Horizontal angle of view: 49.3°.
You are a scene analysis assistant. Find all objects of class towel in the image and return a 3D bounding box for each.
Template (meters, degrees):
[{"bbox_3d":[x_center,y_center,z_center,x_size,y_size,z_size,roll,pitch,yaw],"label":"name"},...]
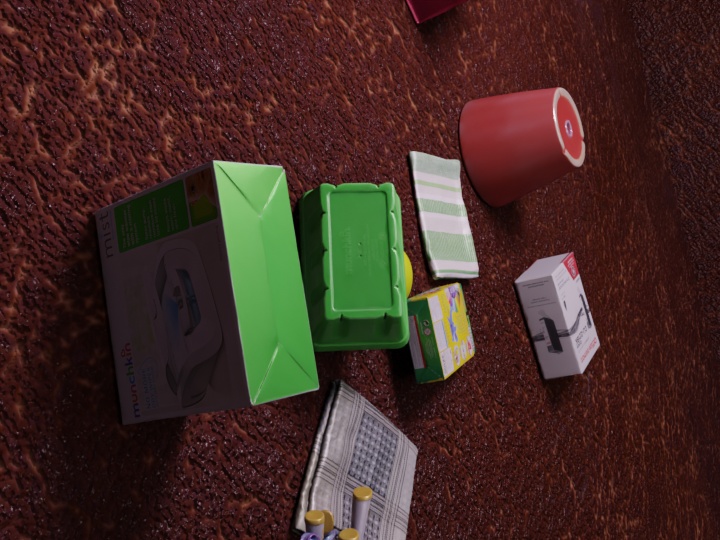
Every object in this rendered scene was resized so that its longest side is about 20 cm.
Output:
[{"bbox_3d":[0.004,0.266,0.969,0.193,0.034,0.203,47,45,-37],"label":"towel"},{"bbox_3d":[0.139,-0.087,1.281,0.151,0.023,0.205,0,80,-54],"label":"towel"}]

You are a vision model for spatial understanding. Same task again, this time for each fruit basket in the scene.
[{"bbox_3d":[0.000,0.000,0.991,0.216,0.151,0.222,179,-90,-84],"label":"fruit basket"}]

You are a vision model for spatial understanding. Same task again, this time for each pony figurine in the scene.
[{"bbox_3d":[-0.026,0.353,0.805,0.193,0.162,0.206,-44,136,-79],"label":"pony figurine"}]

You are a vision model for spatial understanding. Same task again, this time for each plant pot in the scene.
[{"bbox_3d":[0.300,-0.234,1.424,0.199,0.174,0.205,23,61,-50],"label":"plant pot"}]

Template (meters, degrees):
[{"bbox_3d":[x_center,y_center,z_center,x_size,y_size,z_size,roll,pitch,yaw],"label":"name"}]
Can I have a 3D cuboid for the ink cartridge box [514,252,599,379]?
[{"bbox_3d":[0.384,0.087,1.521,0.144,0.082,0.204,-31,106,-55],"label":"ink cartridge box"}]

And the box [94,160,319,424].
[{"bbox_3d":[-0.142,0.024,0.714,0.096,0.174,0.205,-3,82,-54],"label":"box"}]

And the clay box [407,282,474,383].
[{"bbox_3d":[0.119,0.086,1.155,0.199,0.047,0.118,-13,91,-69],"label":"clay box"}]

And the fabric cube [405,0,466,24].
[{"bbox_3d":[0.167,-0.573,1.321,0.199,0.197,0.200,62,39,-22],"label":"fabric cube"}]
